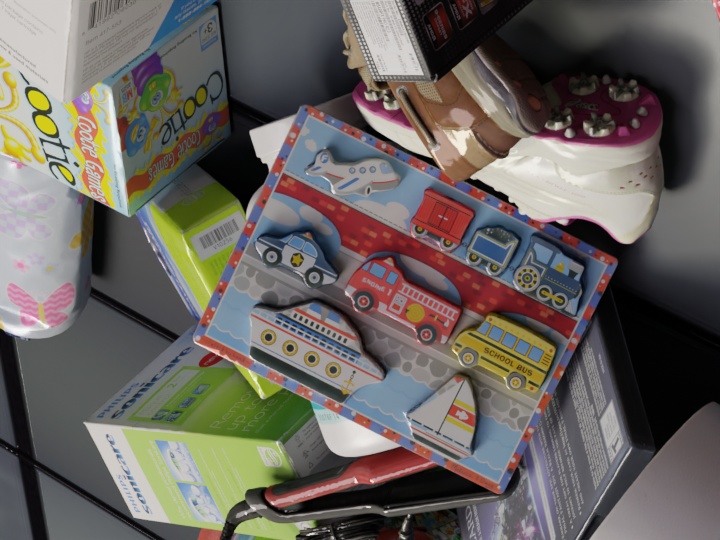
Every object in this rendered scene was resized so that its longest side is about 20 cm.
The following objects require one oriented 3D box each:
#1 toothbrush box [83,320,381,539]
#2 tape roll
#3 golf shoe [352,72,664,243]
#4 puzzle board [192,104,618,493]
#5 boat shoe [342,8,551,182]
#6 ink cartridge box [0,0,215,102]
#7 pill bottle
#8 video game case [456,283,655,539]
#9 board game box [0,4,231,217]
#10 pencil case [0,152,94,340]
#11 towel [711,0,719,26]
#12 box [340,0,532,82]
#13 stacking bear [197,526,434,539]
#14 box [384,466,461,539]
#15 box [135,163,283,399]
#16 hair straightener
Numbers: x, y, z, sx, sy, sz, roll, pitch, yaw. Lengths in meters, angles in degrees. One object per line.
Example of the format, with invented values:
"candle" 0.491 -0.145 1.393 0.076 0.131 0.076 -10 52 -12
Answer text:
"toothbrush box" -0.058 0.095 1.506 0.199 0.146 0.087 0 124 48
"tape roll" 0.166 0.174 1.289 0.071 0.202 0.203 37 144 14
"golf shoe" 0.080 -0.066 1.271 0.199 0.075 0.092 17 138 38
"puzzle board" 0.024 0.017 1.301 0.199 0.017 0.152 26 98 2
"boat shoe" 0.020 -0.130 1.222 0.072 0.076 0.201 -46 57 19
"ink cartridge box" -0.137 -0.217 1.295 0.086 0.146 0.201 36 143 20
"pill bottle" 0.000 0.000 1.365 0.110 0.110 0.201 -14 98 52
"video game case" 0.108 0.121 1.332 0.019 0.143 0.201 12 128 -17
"board game box" -0.193 -0.136 1.469 0.199 0.105 0.104 26 139 28
"pencil case" -0.231 -0.044 1.614 0.090 0.083 0.201 17 138 6
"towel" 0.229 -0.114 1.105 0.144 0.022 0.201 2 124 45
"box" 0.034 -0.215 1.101 0.044 0.160 0.201 5 126 46
"stacking bear" -0.014 0.197 1.490 0.199 0.113 0.122 5 126 57
"box" 0.063 0.175 1.546 0.199 0.035 0.111 -9 116 50
"box" -0.094 -0.004 1.480 0.123 0.047 0.200 64 171 -20
"hair straightener" 0.004 0.149 1.372 0.199 0.041 0.077 -20 113 17
